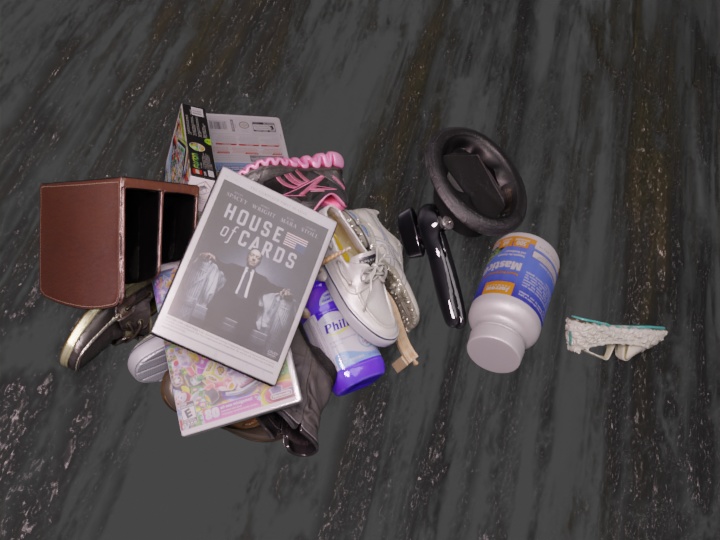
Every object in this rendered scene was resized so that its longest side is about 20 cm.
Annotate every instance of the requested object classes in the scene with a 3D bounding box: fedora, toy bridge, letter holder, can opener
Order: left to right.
[{"bbox_3d":[-0.286,-0.028,0.951,0.099,0.198,0.146,2,90,-45],"label":"letter holder"},{"bbox_3d":[0.020,0.051,1.150,0.027,0.067,0.201,-31,81,-37],"label":"toy bridge"},{"bbox_3d":[0.122,-0.008,1.247,0.063,0.078,0.204,-3,70,-54],"label":"can opener"},{"bbox_3d":[0.170,-0.128,1.313,0.197,0.092,0.204,13,55,-20],"label":"fedora"}]

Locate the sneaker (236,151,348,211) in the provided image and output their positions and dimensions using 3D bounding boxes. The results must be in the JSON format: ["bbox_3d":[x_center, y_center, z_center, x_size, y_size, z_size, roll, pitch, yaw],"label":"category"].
[{"bbox_3d":[-0.098,-0.105,1.136,0.197,0.079,0.097,-13,82,-31],"label":"sneaker"}]

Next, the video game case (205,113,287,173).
[{"bbox_3d":[-0.164,-0.135,1.176,0.141,0.018,0.204,-2,65,-29],"label":"video game case"}]

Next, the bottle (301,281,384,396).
[{"bbox_3d":[-0.040,0.065,1.111,0.082,0.065,0.203,-15,71,-32],"label":"bottle"}]

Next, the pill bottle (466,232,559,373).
[{"bbox_3d":[0.227,0.050,1.233,0.111,0.112,0.202,33,53,-7],"label":"pill bottle"}]

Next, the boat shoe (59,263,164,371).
[{"bbox_3d":[-0.278,0.051,0.988,0.066,0.072,0.202,35,48,1],"label":"boat shoe"}]

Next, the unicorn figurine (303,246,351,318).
[{"bbox_3d":[-0.101,0.009,1.034,0.197,0.139,0.074,23,57,28],"label":"unicorn figurine"}]

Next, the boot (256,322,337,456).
[{"bbox_3d":[-0.102,0.118,0.975,0.200,0.069,0.133,45,34,-21],"label":"boot"}]

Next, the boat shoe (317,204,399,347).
[{"bbox_3d":[0.003,-0.002,1.080,0.074,0.086,0.204,-14,68,-48],"label":"boat shoe"}]

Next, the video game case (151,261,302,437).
[{"bbox_3d":[-0.157,0.073,0.943,0.140,0.018,0.204,-16,73,0],"label":"video game case"}]

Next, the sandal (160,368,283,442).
[{"bbox_3d":[-0.146,0.156,1.000,0.198,0.054,0.083,25,58,-30],"label":"sandal"}]

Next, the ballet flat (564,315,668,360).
[{"bbox_3d":[0.414,0.114,1.338,0.196,0.072,0.073,7,60,-22],"label":"ballet flat"}]

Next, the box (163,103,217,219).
[{"bbox_3d":[-0.219,-0.119,1.039,0.034,0.111,0.201,10,31,-22],"label":"box"}]

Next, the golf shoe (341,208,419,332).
[{"bbox_3d":[0.042,-0.010,1.194,0.096,0.078,0.202,-21,76,-41],"label":"golf shoe"}]

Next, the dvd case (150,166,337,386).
[{"bbox_3d":[-0.126,0.006,0.911,0.148,0.025,0.203,24,75,-13],"label":"dvd case"}]

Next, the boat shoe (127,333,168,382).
[{"bbox_3d":[-0.209,0.077,1.023,0.198,0.073,0.062,-23,53,-40],"label":"boat shoe"}]
